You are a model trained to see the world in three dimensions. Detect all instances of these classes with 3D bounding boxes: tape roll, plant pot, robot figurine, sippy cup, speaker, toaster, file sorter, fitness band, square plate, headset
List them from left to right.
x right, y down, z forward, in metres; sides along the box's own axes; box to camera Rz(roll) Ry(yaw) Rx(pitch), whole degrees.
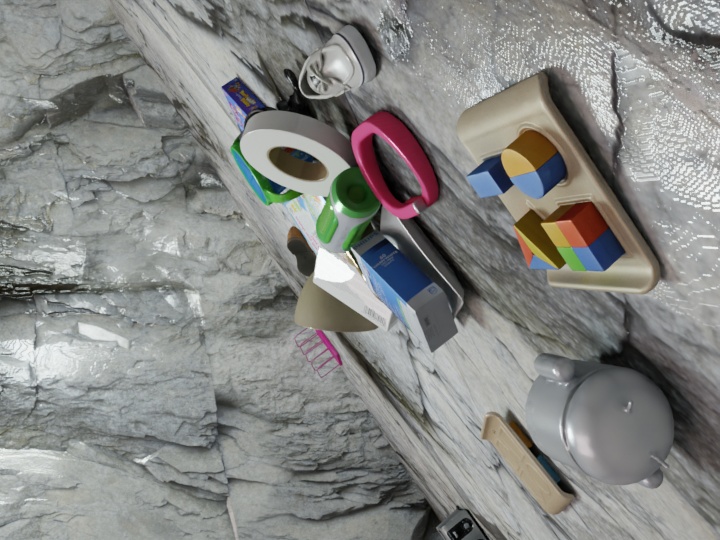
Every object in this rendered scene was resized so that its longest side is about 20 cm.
[{"bbox_3d":[-0.167,-0.220,1.460,0.179,0.129,0.140,56,169,-5],"label":"sippy cup"},{"bbox_3d":[-0.143,-0.269,1.270,0.199,0.122,0.095,-15,102,60],"label":"headset"},{"bbox_3d":[-0.095,-0.185,1.197,0.199,0.038,0.203,15,160,5],"label":"tape roll"},{"bbox_3d":[-0.194,0.363,3.357,0.201,0.124,0.140,51,168,25],"label":"file sorter"},{"bbox_3d":[-0.051,0.054,1.693,0.200,0.196,0.137,-156,69,-70],"label":"plant pot"},{"bbox_3d":[-0.022,-0.093,1.198,0.089,0.088,0.200,54,161,7],"label":"speaker"},{"bbox_3d":[0.042,-0.141,1.012,0.145,0.037,0.200,57,168,-7],"label":"fitness band"},{"bbox_3d":[0.098,-0.008,1.182,0.201,0.028,0.199,53,169,15],"label":"square plate"},{"bbox_3d":[0.363,0.934,2.590,0.182,0.118,0.200,54,170,12],"label":"toaster"},{"bbox_3d":[0.246,0.155,0.773,0.170,0.113,0.200,46,170,-5],"label":"robot figurine"}]

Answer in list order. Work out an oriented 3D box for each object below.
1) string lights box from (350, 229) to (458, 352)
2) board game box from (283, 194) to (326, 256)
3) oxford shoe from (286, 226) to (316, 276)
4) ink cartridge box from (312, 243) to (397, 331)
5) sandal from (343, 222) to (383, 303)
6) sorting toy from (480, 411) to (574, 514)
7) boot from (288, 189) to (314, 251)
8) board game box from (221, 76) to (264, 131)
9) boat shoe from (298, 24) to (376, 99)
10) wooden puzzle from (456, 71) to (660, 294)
[{"bbox_3d":[0.068,0.030,1.196,0.200,0.058,0.104,46,166,45],"label":"string lights box"},{"bbox_3d":[-0.066,-0.084,1.532,0.134,0.034,0.202,-24,100,53],"label":"board game box"},{"bbox_3d":[-0.162,-0.055,2.166,0.201,0.070,0.072,69,-169,-51],"label":"oxford shoe"},{"bbox_3d":[0.000,0.000,1.462,0.198,0.045,0.178,32,135,22],"label":"ink cartridge box"},{"bbox_3d":[-0.001,-0.023,1.356,0.214,0.077,0.070,60,147,16],"label":"sandal"},{"bbox_3d":[0.300,0.347,1.344,0.200,0.036,0.186,47,167,23],"label":"sorting toy"},{"bbox_3d":[-0.088,-0.105,1.625,0.202,0.074,0.107,59,164,-9],"label":"boot"},{"bbox_3d":[-0.226,-0.322,1.650,0.200,0.044,0.135,49,167,36],"label":"board game box"},{"bbox_3d":[-0.038,-0.255,0.944,0.073,0.065,0.200,59,169,-17],"label":"boat shoe"},{"bbox_3d":[0.162,-0.064,0.676,0.202,0.046,0.185,58,170,-8],"label":"wooden puzzle"}]
